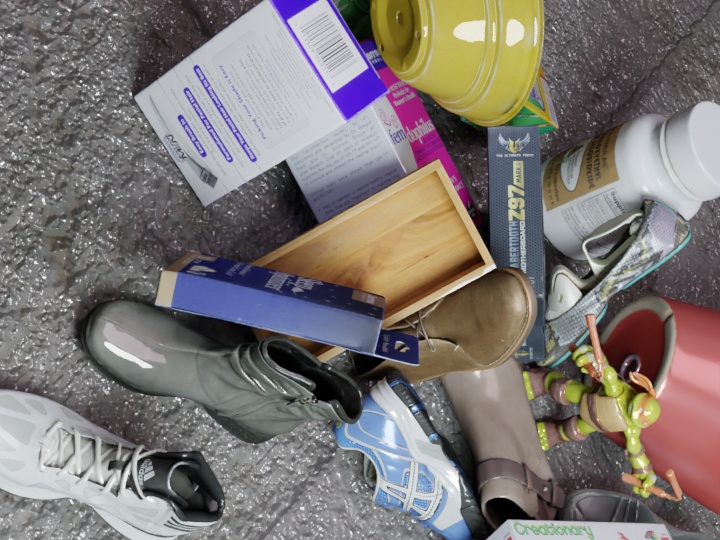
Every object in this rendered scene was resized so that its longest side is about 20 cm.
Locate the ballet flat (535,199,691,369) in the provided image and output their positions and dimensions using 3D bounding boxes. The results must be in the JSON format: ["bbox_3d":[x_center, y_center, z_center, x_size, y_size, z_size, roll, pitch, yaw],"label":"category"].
[{"bbox_3d":[0.223,0.006,1.326,0.072,0.200,0.072,40,17,-15],"label":"ballet flat"}]

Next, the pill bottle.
[{"bbox_3d":[0.277,-0.091,1.377,0.114,0.199,0.115,15,65,-35],"label":"pill bottle"}]

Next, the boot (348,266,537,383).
[{"bbox_3d":[0.066,0.054,1.149,0.075,0.200,0.074,-4,72,-38],"label":"boot"}]

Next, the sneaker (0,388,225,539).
[{"bbox_3d":[-0.179,0.128,0.974,0.200,0.115,0.076,31,57,-28],"label":"sneaker"}]

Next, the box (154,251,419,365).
[{"bbox_3d":[-0.048,0.027,1.062,0.198,0.121,0.033,14,98,0],"label":"box"}]

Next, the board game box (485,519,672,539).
[{"bbox_3d":[0.168,0.266,1.210,0.199,0.126,0.035,10,44,-38],"label":"board game box"}]

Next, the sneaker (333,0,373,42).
[{"bbox_3d":[0.019,-0.253,1.296,0.199,0.083,0.075,-27,93,-42],"label":"sneaker"}]

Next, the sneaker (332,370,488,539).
[{"bbox_3d":[0.047,0.176,1.188,0.201,0.077,0.076,58,3,-24],"label":"sneaker"}]

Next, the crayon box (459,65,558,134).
[{"bbox_3d":[0.130,-0.195,1.327,0.200,0.058,0.120,6,68,-71],"label":"crayon box"}]

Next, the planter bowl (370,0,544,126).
[{"bbox_3d":[0.063,-0.214,1.155,0.083,0.200,0.202,-12,82,-24],"label":"planter bowl"}]

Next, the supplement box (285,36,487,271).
[{"bbox_3d":[0.011,-0.090,1.207,0.201,0.103,0.101,61,30,-4],"label":"supplement box"}]

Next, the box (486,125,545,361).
[{"bbox_3d":[0.141,-0.019,1.259,0.051,0.200,0.159,-1,71,7],"label":"box"}]

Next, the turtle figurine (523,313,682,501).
[{"bbox_3d":[0.216,0.118,1.271,0.064,0.161,0.201,-41,111,-30],"label":"turtle figurine"}]

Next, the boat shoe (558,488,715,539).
[{"bbox_3d":[0.264,0.261,1.344,0.201,0.065,0.075,21,81,-27],"label":"boat shoe"}]

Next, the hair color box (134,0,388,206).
[{"bbox_3d":[-0.082,-0.138,1.092,0.065,0.199,0.110,-40,101,-43],"label":"hair color box"}]

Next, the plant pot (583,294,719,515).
[{"bbox_3d":[0.330,0.123,1.367,0.176,0.200,0.202,24,60,-21],"label":"plant pot"}]

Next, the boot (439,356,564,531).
[{"bbox_3d":[0.117,0.149,1.222,0.200,0.070,0.147,49,28,-28],"label":"boot"}]

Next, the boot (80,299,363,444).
[{"bbox_3d":[-0.100,0.066,1.051,0.199,0.130,0.068,30,59,-28],"label":"boot"}]

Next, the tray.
[{"bbox_3d":[0.000,0.000,1.135,0.099,0.199,0.037,61,6,-6],"label":"tray"}]
